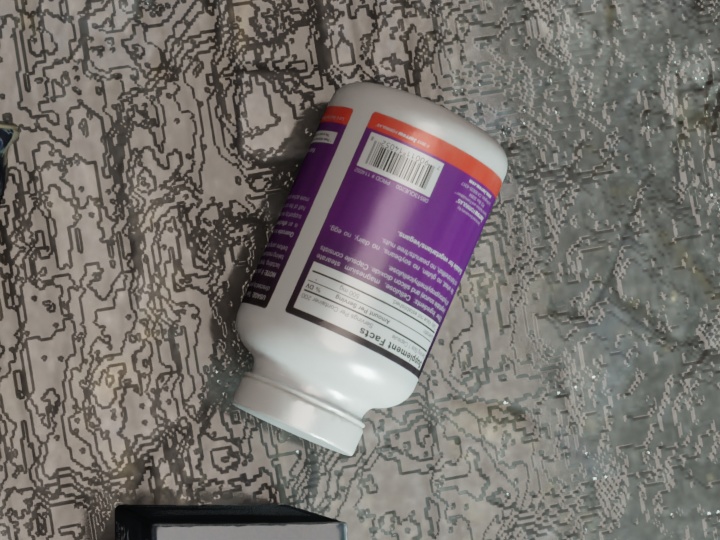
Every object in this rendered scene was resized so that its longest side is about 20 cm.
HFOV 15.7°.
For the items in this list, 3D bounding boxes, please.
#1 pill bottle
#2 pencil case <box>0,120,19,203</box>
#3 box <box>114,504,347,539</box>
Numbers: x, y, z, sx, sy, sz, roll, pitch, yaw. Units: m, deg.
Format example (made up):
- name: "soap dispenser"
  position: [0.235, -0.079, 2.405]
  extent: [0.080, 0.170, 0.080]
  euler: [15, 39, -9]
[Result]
- name: "pill bottle"
  position: [0.000, 0.000, 1.504]
  extent: [0.112, 0.112, 0.201]
  euler: [25, 84, -9]
- name: "pencil case"
  position: [-0.241, 0.007, 1.467]
  extent: [0.077, 0.089, 0.201]
  euler: [7, 87, 2]
- name: "box"
  position: [-0.075, 0.207, 1.436]
  extent: [0.106, 0.200, 0.149]
  euler: [1, 87, -11]
